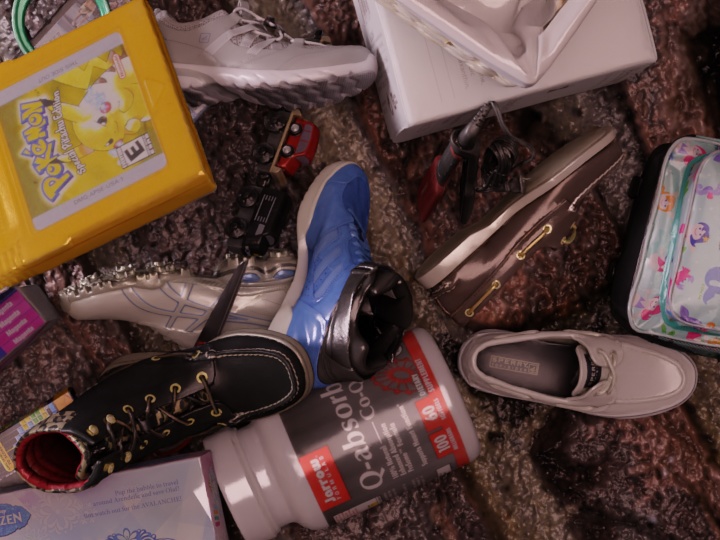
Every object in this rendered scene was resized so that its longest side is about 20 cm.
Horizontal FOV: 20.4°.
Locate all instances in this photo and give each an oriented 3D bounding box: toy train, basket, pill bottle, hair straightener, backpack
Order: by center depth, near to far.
[{"bbox_3d":[0.072,-0.231,1.421,0.200,0.123,0.136,35,87,-1],"label":"basket"},{"bbox_3d":[0.096,-0.084,1.557,0.076,0.200,0.041,3,68,-7],"label":"hair straightener"},{"bbox_3d":[-0.015,0.136,1.587,0.199,0.116,0.116,-25,92,-2],"label":"pill bottle"},{"bbox_3d":[-0.056,-0.102,1.597,0.046,0.034,0.201,14,71,16],"label":"toy train"},{"bbox_3d":[0.318,-0.010,1.602,0.199,0.151,0.179,15,88,-9],"label":"backpack"}]

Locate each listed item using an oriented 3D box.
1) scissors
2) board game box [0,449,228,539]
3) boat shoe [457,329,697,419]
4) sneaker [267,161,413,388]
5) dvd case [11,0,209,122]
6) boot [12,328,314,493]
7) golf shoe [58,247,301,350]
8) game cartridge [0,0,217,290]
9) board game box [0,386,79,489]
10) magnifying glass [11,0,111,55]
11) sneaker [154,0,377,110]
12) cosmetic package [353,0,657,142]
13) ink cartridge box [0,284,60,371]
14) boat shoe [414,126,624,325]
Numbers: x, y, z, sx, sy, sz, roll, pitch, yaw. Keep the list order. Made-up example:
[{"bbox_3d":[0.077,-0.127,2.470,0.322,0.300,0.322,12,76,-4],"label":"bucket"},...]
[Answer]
[{"bbox_3d":[-0.122,0.072,1.578,0.073,0.014,0.200,45,121,0],"label":"scissors"},{"bbox_3d":[-0.193,0.254,1.539,0.199,0.043,0.200,-11,93,9],"label":"board game box"},{"bbox_3d":[0.180,0.080,1.627,0.199,0.066,0.072,10,89,-4],"label":"boat shoe"},{"bbox_3d":[0.001,0.001,1.563,0.077,0.111,0.201,48,50,-41],"label":"sneaker"},{"bbox_3d":[-0.225,-0.126,1.619,0.143,0.018,0.200,43,88,-3],"label":"dvd case"},{"bbox_3d":[-0.148,0.110,1.502,0.203,0.154,0.074,-9,107,32],"label":"boot"},{"bbox_3d":[-0.140,0.038,1.601,0.199,0.078,0.098,-5,97,-3],"label":"golf shoe"},{"bbox_3d":[-0.227,-0.097,1.538,0.199,0.032,0.177,-25,64,5],"label":"game cartridge"},{"bbox_3d":[-0.250,0.221,1.602,0.165,0.057,0.201,-32,93,-4],"label":"board game box"},{"bbox_3d":[-0.219,-0.145,1.599,0.079,0.022,0.201,-19,93,-3],"label":"magnifying glass"},{"bbox_3d":[-0.084,-0.174,1.565,0.199,0.075,0.083,3,80,12],"label":"sneaker"},{"bbox_3d":[0.104,-0.209,1.567,0.199,0.167,0.167,-15,90,-3],"label":"cosmetic package"},{"bbox_3d":[-0.320,0.087,1.523,0.196,0.200,0.043,-40,93,-2],"label":"ink cartridge box"},{"bbox_3d":[0.138,-0.037,1.622,0.200,0.072,0.060,-40,99,1],"label":"boat shoe"}]
